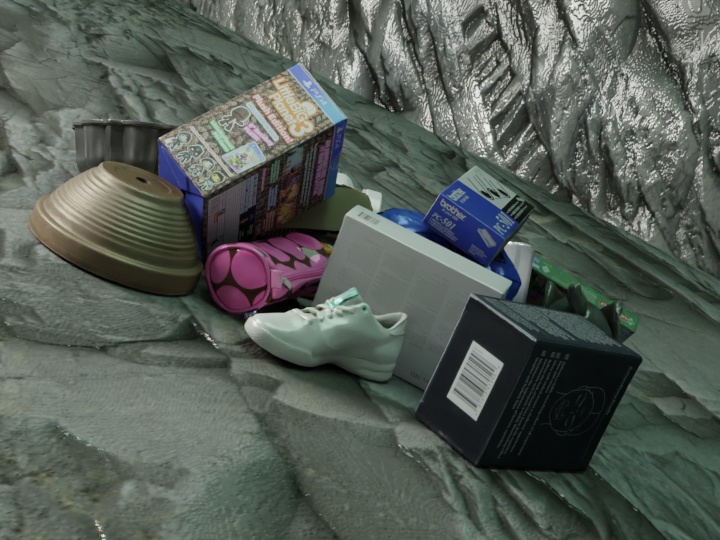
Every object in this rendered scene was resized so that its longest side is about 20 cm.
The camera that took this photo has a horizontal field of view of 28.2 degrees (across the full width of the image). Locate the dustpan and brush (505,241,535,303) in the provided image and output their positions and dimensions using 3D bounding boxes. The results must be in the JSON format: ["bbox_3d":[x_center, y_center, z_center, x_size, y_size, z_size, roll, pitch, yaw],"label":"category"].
[{"bbox_3d":[0.128,0.022,1.882,0.198,0.141,0.057,10,-4,19],"label":"dustpan and brush"}]

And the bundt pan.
[{"bbox_3d":[-0.267,-0.137,1.802,0.200,0.077,0.202,5,-4,0],"label":"bundt pan"}]

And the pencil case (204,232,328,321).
[{"bbox_3d":[-0.098,0.003,1.645,0.093,0.092,0.200,-9,5,20],"label":"pencil case"}]

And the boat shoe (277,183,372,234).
[{"bbox_3d":[-0.084,-0.086,1.797,0.199,0.074,0.063,10,-1,0],"label":"boat shoe"}]

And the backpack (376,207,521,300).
[{"bbox_3d":[0.079,0.020,1.726,0.199,0.163,0.168,18,30,-33],"label":"backpack"}]

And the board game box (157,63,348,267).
[{"bbox_3d":[-0.128,-0.121,1.673,0.199,0.160,0.097,-31,68,-23],"label":"board game box"}]

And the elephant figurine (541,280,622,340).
[{"bbox_3d":[0.274,0.080,1.855,0.142,0.155,0.200,50,24,-6],"label":"elephant figurine"}]

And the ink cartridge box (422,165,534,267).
[{"bbox_3d":[0.145,-0.068,1.720,0.094,0.044,0.200,35,21,5],"label":"ink cartridge box"}]

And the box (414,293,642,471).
[{"bbox_3d":[0.182,0.123,1.536,0.199,0.149,0.107,12,18,-45],"label":"box"}]

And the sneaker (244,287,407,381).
[{"bbox_3d":[-0.034,0.057,1.541,0.199,0.089,0.075,13,18,-39],"label":"sneaker"}]

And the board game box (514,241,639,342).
[{"bbox_3d":[0.258,0.055,1.942,0.199,0.135,0.029,31,49,-7],"label":"board game box"}]

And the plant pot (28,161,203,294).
[{"bbox_3d":[-0.257,-0.059,1.584,0.199,0.093,0.201,23,12,-5],"label":"plant pot"}]

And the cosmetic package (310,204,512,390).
[{"bbox_3d":[0.051,0.038,1.618,0.199,0.152,0.052,27,22,10],"label":"cosmetic package"}]

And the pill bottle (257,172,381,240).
[{"bbox_3d":[-0.078,-0.082,1.885,0.198,0.114,0.113,13,14,-5],"label":"pill bottle"}]

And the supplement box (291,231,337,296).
[{"bbox_3d":[0.000,0.000,1.828,0.199,0.067,0.069,8,17,-32],"label":"supplement box"}]
